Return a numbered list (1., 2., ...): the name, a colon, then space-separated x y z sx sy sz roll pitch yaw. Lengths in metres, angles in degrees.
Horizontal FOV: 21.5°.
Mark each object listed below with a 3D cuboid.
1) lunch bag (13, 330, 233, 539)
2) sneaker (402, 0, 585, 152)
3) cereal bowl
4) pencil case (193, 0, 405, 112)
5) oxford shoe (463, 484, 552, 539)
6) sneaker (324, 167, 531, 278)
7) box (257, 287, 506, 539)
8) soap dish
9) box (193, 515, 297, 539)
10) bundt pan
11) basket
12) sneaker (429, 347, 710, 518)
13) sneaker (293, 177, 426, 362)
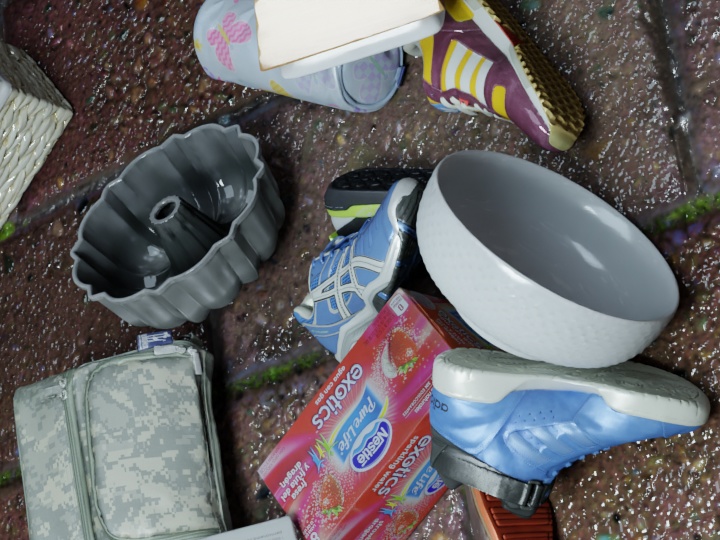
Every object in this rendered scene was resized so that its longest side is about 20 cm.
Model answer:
1. lunch bag: -0.194 0.169 1.646 0.167 0.139 0.201 -17 69 19
2. sneaker: 0.103 -0.144 1.505 0.090 0.075 0.200 -46 45 20
3. cereal bowl: 0.125 0.003 1.373 0.200 0.200 0.083 52 125 35
4. pencil case: -0.055 -0.194 1.642 0.200 0.083 0.091 16 94 42
5. oxford shoe: 0.105 0.216 1.420 0.073 0.071 0.201 -45 49 38
6. sneaker: 0.059 -0.035 1.534 0.199 0.072 0.083 7 118 37
7. box: 0.027 0.122 1.485 0.200 0.100 0.096 -52 54 18
8. soap dish: -0.007 -0.249 1.539 0.157 0.081 0.200 -16 33 16
9. box: -0.078 0.317 1.476 0.106 0.152 0.201 -13 64 -7
10. bundt pan: -0.151 -0.029 1.654 0.201 0.076 0.202 -22 40 20
11. basket: -0.396 -0.131 1.890 0.200 0.123 0.136 -55 52 17
12. sneaker: 0.147 0.124 1.374 0.199 0.077 0.112 5 106 1
13. sneaker: 0.000 0.000 1.498 0.077 0.076 0.200 33 133 9
